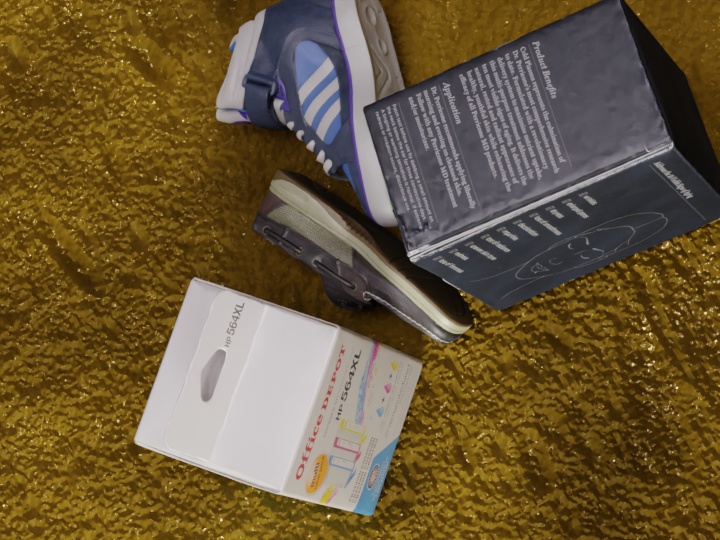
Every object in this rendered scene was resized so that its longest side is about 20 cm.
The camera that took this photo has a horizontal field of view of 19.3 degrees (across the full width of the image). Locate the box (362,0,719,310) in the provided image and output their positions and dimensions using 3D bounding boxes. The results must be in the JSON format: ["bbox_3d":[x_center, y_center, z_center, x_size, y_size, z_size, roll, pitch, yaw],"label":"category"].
[{"bbox_3d":[0.137,-0.077,1.498,0.196,0.200,0.124,-21,72,16],"label":"box"}]

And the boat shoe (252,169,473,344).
[{"bbox_3d":[0.000,0.000,1.613,0.200,0.073,0.065,40,106,27],"label":"boat shoe"}]

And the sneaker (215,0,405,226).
[{"bbox_3d":[-0.040,-0.114,1.647,0.146,0.081,0.200,-17,77,26],"label":"sneaker"}]

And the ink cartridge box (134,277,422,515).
[{"bbox_3d":[-0.061,0.094,1.541,0.125,0.200,0.129,17,86,24],"label":"ink cartridge box"}]
